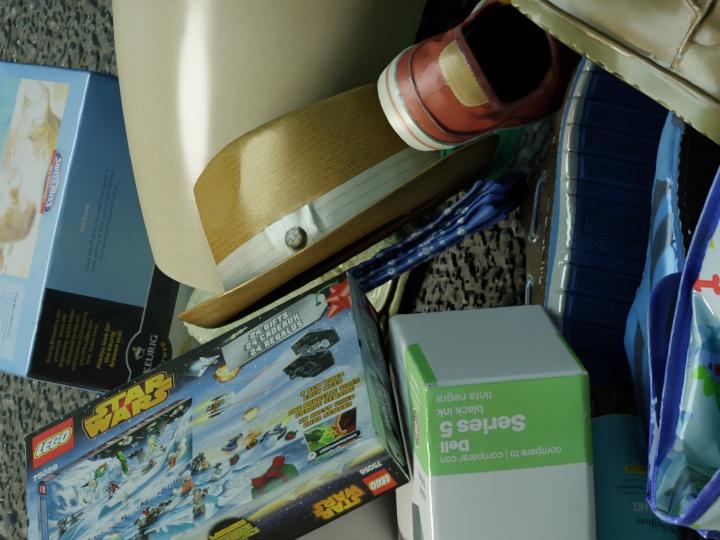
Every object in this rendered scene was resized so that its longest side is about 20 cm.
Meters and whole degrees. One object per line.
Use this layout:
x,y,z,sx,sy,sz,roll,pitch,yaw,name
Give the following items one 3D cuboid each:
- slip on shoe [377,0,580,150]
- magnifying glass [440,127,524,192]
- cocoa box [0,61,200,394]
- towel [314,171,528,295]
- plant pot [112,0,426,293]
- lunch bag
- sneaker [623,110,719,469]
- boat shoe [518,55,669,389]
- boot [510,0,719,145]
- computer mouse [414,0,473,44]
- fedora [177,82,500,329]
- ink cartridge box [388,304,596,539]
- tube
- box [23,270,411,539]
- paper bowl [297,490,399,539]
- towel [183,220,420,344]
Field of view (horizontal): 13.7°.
0.082,-0.113,1.560,0.061,0.200,0.074,-29,90,34,slip on shoe
0.093,-0.138,1.673,0.080,0.022,0.201,-133,62,-67,magnifying glass
-0.171,-0.024,1.933,0.133,0.131,0.201,11,89,56,cocoa box
0.000,0.000,1.619,0.200,0.145,0.024,-29,90,12,towel
-0.061,-0.094,1.724,0.187,0.187,0.201,37,125,54,plant pot
0.224,0.028,1.301,0.127,0.170,0.201,36,112,54,lunch bag
0.159,0.004,1.497,0.078,0.066,0.201,-20,65,51,sneaker
0.117,-0.039,1.569,0.072,0.072,0.201,-2,75,63,boat shoe
0.180,-0.178,1.457,0.175,0.066,0.200,35,97,20,boot
0.006,-0.174,1.807,0.200,0.046,0.141,-28,67,47,computer mouse
-0.025,-0.044,1.603,0.200,0.200,0.082,-33,86,47,fedora
0.066,0.132,1.484,0.146,0.084,0.201,-117,24,-76,ink cartridge box
0.140,0.167,1.474,0.050,0.077,0.200,-42,44,37,tube
-0.076,0.095,1.514,0.200,0.040,0.137,-27,36,13,box
-0.037,0.170,1.606,0.201,0.200,0.104,-64,32,20,paper bowl
-0.037,0.009,1.811,0.200,0.036,0.149,38,110,54,towel
